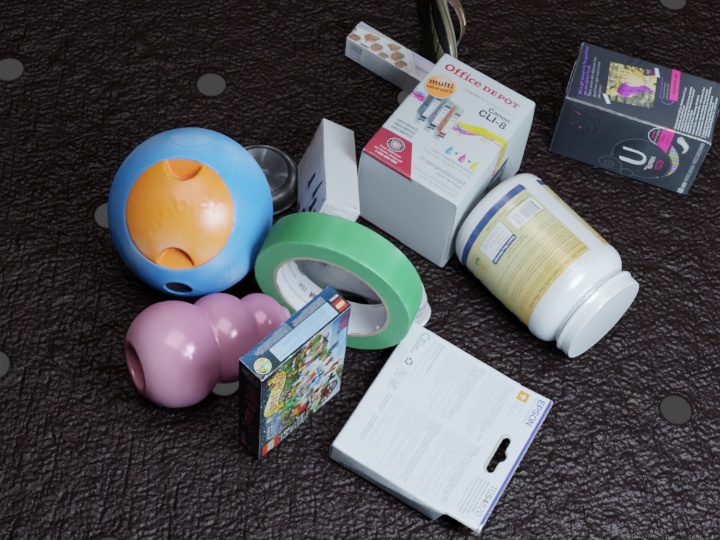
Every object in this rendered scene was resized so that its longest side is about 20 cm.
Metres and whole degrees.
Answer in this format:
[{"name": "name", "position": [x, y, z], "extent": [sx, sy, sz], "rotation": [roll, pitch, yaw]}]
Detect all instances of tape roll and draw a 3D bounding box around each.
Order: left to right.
[{"name": "tape roll", "position": [-0.027, 0.015, 1.645], "extent": [0.198, 0.201, 0.048], "rotation": [20, 58, 7]}]

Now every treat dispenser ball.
[{"name": "treat dispenser ball", "position": [-0.204, -0.070, 1.682], "extent": [0.198, 0.202, 0.203], "rotation": [2, 58, -4]}]

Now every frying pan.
[{"name": "frying pan", "position": [-0.142, -0.092, 1.805], "extent": [0.114, 0.031, 0.191], "rotation": [16, 55, 5]}]

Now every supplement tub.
[{"name": "supplement tub", "position": [0.229, -0.006, 1.714], "extent": [0.144, 0.145, 0.200], "rotation": [-35, 67, -23]}]

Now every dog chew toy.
[{"name": "dog chew toy", "position": [-0.174, 0.083, 1.643], "extent": [0.198, 0.125, 0.125], "rotation": [-18, 61, -25]}]

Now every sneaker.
[{"name": "sneaker", "position": [0.000, 0.000, 1.724], "extent": [0.198, 0.087, 0.075], "rotation": [23, 61, 11]}]

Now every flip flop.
[{"name": "flip flop", "position": [0.119, -0.356, 1.969], "extent": [0.057, 0.081, 0.202], "rotation": [7, 51, -18]}]

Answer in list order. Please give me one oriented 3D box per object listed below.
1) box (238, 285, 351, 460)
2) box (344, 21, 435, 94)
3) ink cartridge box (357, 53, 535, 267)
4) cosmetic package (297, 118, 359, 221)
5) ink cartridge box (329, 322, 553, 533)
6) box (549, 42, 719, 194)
[{"name": "box", "position": [-0.076, 0.119, 1.576], "extent": [0.038, 0.201, 0.136], "rotation": [41, 63, 19]}, {"name": "box", "position": [0.069, -0.273, 1.927], "extent": [0.199, 0.042, 0.039], "rotation": [32, 61, 15]}, {"name": "ink cartridge box", "position": [0.107, -0.143, 1.788], "extent": [0.144, 0.145, 0.200], "rotation": [31, 60, 14]}, {"name": "cosmetic package", "position": [-0.043, -0.102, 1.737], "extent": [0.050, 0.083, 0.201], "rotation": [23, 29, -17]}, {"name": "ink cartridge box", "position": [0.096, 0.187, 1.644], "extent": [0.199, 0.041, 0.200], "rotation": [29, 60, 13]}, {"name": "box", "position": [0.365, -0.201, 1.860], "extent": [0.198, 0.123, 0.107], "rotation": [18, 59, 7]}]
